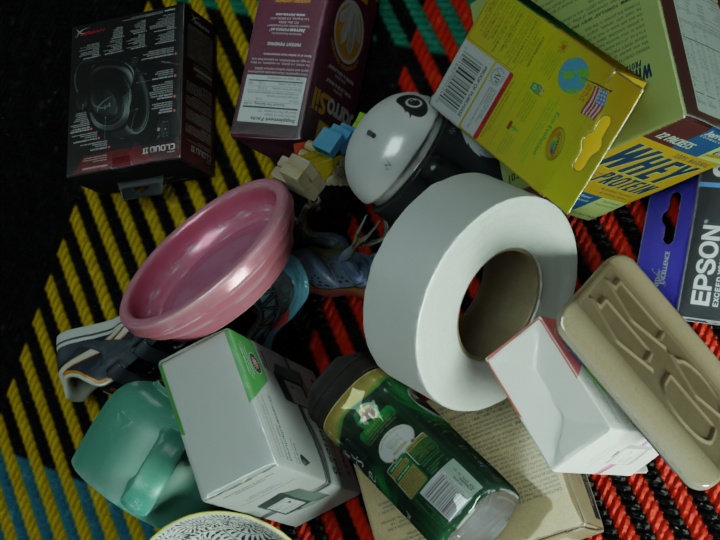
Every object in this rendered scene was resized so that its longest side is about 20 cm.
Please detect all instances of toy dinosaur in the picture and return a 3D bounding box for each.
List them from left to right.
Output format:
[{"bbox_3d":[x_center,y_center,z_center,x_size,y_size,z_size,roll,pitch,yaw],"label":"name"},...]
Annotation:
[{"bbox_3d":[0.000,0.000,1.554,0.181,0.105,0.200,40,130,18],"label":"toy dinosaur"}]

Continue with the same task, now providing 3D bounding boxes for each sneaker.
[{"bbox_3d":[-0.237,0.087,1.620,0.200,0.078,0.080,-20,64,31],"label":"sneaker"},{"bbox_3d":[-0.133,0.064,1.541,0.079,0.095,0.200,41,122,23],"label":"sneaker"}]

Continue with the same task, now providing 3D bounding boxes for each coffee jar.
[{"bbox_3d":[0.043,0.161,1.369,0.085,0.104,0.200,-48,61,3],"label":"coffee jar"}]

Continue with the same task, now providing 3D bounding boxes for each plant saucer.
[{"bbox_3d":[-0.137,-0.003,1.453,0.200,0.051,0.201,-31,25,16],"label":"plant saucer"}]

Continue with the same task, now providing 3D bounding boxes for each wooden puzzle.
[{"bbox_3d":[0.244,0.087,1.304,0.046,0.200,0.185,-42,86,27],"label":"wooden puzzle"}]

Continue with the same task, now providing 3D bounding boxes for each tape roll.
[{"bbox_3d":[0.099,0.019,1.342,0.071,0.202,0.203,26,89,42],"label":"tape roll"}]

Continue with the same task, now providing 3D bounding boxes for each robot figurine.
[{"bbox_3d":[0.081,-0.084,1.459,0.150,0.200,0.125,-39,21,51],"label":"robot figurine"}]

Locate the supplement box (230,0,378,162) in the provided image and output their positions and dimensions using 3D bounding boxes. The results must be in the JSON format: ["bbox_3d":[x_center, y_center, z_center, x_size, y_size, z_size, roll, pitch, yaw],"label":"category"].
[{"bbox_3d":[-0.055,-0.216,1.594,0.086,0.110,0.200,6,80,27],"label":"supplement box"}]

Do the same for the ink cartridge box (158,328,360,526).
[{"bbox_3d":[-0.093,0.154,1.466,0.084,0.200,0.146,-28,67,13],"label":"ink cartridge box"}]

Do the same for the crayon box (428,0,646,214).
[{"bbox_3d":[0.160,-0.146,1.337,0.200,0.051,0.127,46,114,40],"label":"crayon box"}]

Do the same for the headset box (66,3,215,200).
[{"bbox_3d":[-0.241,-0.177,1.691,0.149,0.077,0.200,-8,74,24],"label":"headset box"}]

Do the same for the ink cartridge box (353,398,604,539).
[{"bbox_3d":[0.105,0.196,1.431,0.200,0.075,0.165,-22,69,18],"label":"ink cartridge box"}]

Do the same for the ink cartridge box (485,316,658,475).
[{"bbox_3d":[0.205,0.112,1.331,0.067,0.200,0.117,-40,64,21],"label":"ink cartridge box"}]

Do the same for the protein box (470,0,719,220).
[{"bbox_3d":[0.231,-0.180,1.407,0.198,0.135,0.200,-24,66,38],"label":"protein box"}]

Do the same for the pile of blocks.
[{"bbox_3d":[-0.021,-0.124,1.516,0.062,0.200,0.082,26,114,29],"label":"pile of blocks"}]

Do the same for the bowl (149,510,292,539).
[{"bbox_3d":[-0.115,0.316,1.478,0.200,0.094,0.201,2,97,14],"label":"bowl"}]

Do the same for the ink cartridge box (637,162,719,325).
[{"bbox_3d":[0.350,-0.045,1.397,0.200,0.043,0.198,6,79,28],"label":"ink cartridge box"}]

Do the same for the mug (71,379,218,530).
[{"bbox_3d":[-0.187,0.184,1.520,0.114,0.152,0.185,-58,37,0],"label":"mug"}]
